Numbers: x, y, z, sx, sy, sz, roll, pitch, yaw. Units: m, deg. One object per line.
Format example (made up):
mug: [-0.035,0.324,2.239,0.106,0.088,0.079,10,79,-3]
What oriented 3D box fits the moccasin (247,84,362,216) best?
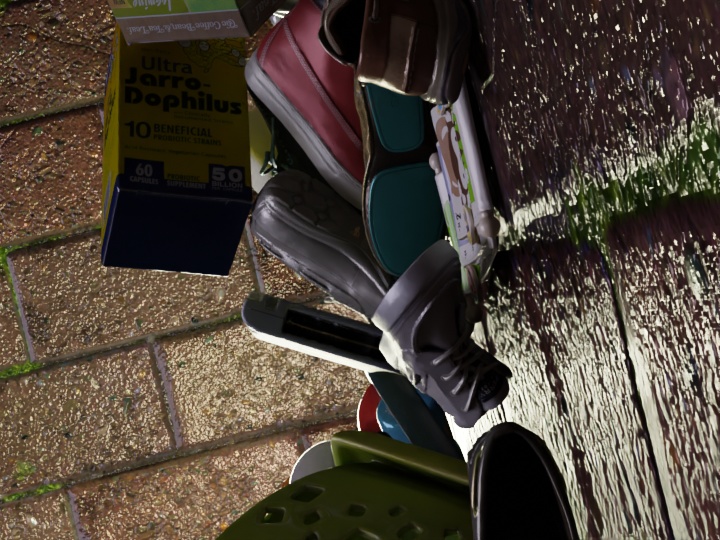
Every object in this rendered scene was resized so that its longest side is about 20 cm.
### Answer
moccasin: [-0.043,-0.080,1.264,0.201,0.068,0.080,55,-164,19]

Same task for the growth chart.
growth chart: [0.067,-0.059,1.007,0.200,0.018,0.146,88,169,-73]

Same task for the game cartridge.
game cartridge: [-0.007,0.065,1.359,0.133,0.198,0.041,83,-156,-87]

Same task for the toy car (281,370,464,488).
toy car: [-0.002,0.191,1.497,0.177,0.199,0.185,-107,-4,-55]

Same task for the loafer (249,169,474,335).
loafer: [0.000,0.000,1.205,0.200,0.070,0.070,38,137,5]

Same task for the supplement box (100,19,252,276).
supplement box: [-0.154,-0.110,1.270,0.110,0.108,0.201,115,155,-52]

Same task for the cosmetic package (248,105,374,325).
cosmetic package: [-0.021,-0.059,1.354,0.200,0.085,0.108,51,169,18]

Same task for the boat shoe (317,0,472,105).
boat shoe: [0.011,-0.157,0.925,0.200,0.071,0.076,-117,32,-67]

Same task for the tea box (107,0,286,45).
tea box: [-0.118,-0.310,1.190,0.200,0.133,0.198,-52,-48,-41]

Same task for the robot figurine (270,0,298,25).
robot figurine: [-0.061,-0.308,1.407,0.201,0.112,0.170,-107,31,-50]

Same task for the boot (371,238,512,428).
boot: [0.064,0.048,1.016,0.096,0.074,0.200,43,172,11]

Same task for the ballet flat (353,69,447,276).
ballet flat: [0.030,-0.092,1.131,0.071,0.070,0.201,-108,9,-57]

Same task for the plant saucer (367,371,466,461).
plant saucer: [0.073,0.161,1.270,0.201,0.027,0.200,56,179,1]

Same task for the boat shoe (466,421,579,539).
boat shoe: [0.102,0.189,0.909,0.060,0.071,0.203,68,-168,-75]

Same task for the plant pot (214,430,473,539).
plant pot: [0.028,0.241,1.119,0.182,0.198,0.201,-47,-42,-38]

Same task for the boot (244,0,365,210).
boot: [0.014,-0.139,1.183,0.200,0.144,0.072,47,-144,6]
